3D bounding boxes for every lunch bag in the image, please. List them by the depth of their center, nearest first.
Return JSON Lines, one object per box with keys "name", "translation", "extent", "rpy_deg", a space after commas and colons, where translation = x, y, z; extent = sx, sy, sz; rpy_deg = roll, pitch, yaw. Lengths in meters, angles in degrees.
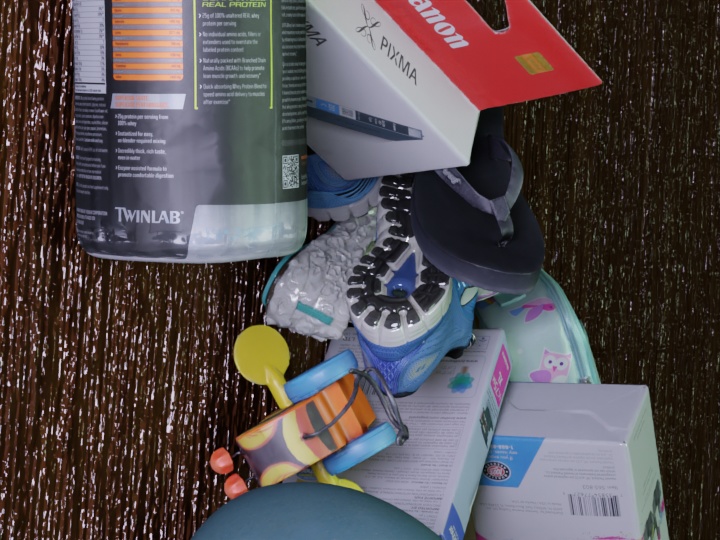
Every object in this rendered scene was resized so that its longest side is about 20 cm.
{"name": "lunch bag", "translation": [0.114, 0.062, 1.840], "extent": [0.200, 0.077, 0.162], "rpy_deg": [-128, -158, -65]}

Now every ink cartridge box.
{"name": "ink cartridge box", "translation": [0.013, -0.127, 1.480], "extent": [0.200, 0.175, 0.045], "rpy_deg": [41, 52, -44]}
{"name": "ink cartridge box", "translation": [0.017, 0.121, 1.649], "extent": [0.042, 0.118, 0.201], "rpy_deg": [70, 29, -41]}
{"name": "ink cartridge box", "translation": [0.140, 0.174, 1.732], "extent": [0.068, 0.114, 0.201], "rpy_deg": [-60, 145, -52]}

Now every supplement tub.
{"name": "supplement tub", "translation": [-0.088, -0.108, 1.349], "extent": [0.122, 0.122, 0.202], "rpy_deg": [-13, 104, -69]}

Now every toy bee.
{"name": "toy bee", "translation": [-0.040, 0.091, 1.549], "extent": [0.131, 0.108, 0.200], "rpy_deg": [61, -5, 21]}

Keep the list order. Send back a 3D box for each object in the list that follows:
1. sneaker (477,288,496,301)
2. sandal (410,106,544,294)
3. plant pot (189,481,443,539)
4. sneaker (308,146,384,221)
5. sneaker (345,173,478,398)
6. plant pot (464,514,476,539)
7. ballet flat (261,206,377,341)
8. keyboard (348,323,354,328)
{"name": "sneaker", "translation": [0.058, -0.051, 1.726], "extent": [0.200, 0.074, 0.100], "rpy_deg": [-96, 166, -58]}
{"name": "sandal", "translation": [0.065, -0.062, 1.577], "extent": [0.201, 0.075, 0.043], "rpy_deg": [-103, -159, -46]}
{"name": "plant pot", "translation": [-0.034, 0.197, 1.468], "extent": [0.135, 0.199, 0.201], "rpy_deg": [-124, -165, -52]}
{"name": "sneaker", "translation": [-0.002, -0.134, 1.647], "extent": [0.090, 0.078, 0.201], "rpy_deg": [56, 40, -52]}
{"name": "sneaker", "translation": [0.039, 0.002, 1.607], "extent": [0.200, 0.078, 0.090], "rpy_deg": [-60, 157, -47]}
{"name": "plant pot", "translation": [0.035, 0.195, 1.742], "extent": [0.201, 0.092, 0.203], "rpy_deg": [1, 90, -70]}
{"name": "ballet flat", "translation": [0.000, 0.000, 1.670], "extent": [0.200, 0.071, 0.072], "rpy_deg": [-44, 131, -60]}
{"name": "keyboard", "translation": [0.038, -0.028, 1.811], "extent": [0.104, 0.039, 0.201], "rpy_deg": [57, 41, -56]}
